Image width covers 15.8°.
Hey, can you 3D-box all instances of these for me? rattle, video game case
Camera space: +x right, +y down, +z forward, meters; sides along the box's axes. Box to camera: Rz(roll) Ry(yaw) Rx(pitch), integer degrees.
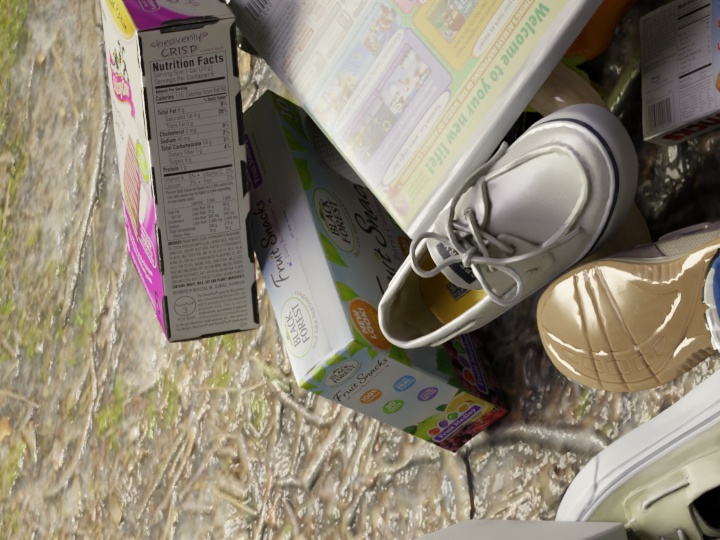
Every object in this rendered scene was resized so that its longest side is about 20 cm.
[{"bbox_3d":[0.137,-0.048,1.442,0.130,0.143,0.200,-38,89,36],"label":"rattle"},{"bbox_3d":[0.026,-0.147,1.390,0.182,0.022,0.200,51,130,19],"label":"video game case"}]

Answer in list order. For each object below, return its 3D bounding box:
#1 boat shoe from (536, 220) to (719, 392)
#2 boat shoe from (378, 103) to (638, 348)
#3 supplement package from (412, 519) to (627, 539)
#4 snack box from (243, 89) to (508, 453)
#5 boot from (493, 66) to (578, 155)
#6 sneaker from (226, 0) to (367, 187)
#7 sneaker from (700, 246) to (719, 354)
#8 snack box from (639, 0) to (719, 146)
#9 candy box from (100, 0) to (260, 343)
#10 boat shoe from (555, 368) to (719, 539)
[{"bbox_3d":[0.173,0.012,1.324,0.200,0.065,0.072,-24,88,50],"label":"boat shoe"},{"bbox_3d":[0.065,-0.014,1.368,0.075,0.086,0.202,56,140,5],"label":"boat shoe"},{"bbox_3d":[0.060,0.246,1.334,0.151,0.152,0.201,-8,98,59],"label":"supplement package"},{"bbox_3d":[0.000,0.000,1.550,0.053,0.142,0.200,-41,48,25],"label":"snack box"},{"bbox_3d":[0.049,-0.140,1.486,0.073,0.153,0.204,13,95,60],"label":"boot"},{"bbox_3d":[-0.005,-0.121,1.547,0.200,0.080,0.071,55,127,38],"label":"sneaker"},{"bbox_3d":[0.239,0.052,1.188,0.089,0.078,0.200,-49,64,18],"label":"sneaker"},{"bbox_3d":[0.211,-0.123,1.332,0.200,0.024,0.072,-22,64,57],"label":"snack box"},{"bbox_3d":[-0.108,-0.077,1.525,0.136,0.061,0.200,-122,26,-61],"label":"candy box"},{"bbox_3d":[0.168,0.110,1.314,0.200,0.072,0.062,-48,42,41],"label":"boat shoe"}]
